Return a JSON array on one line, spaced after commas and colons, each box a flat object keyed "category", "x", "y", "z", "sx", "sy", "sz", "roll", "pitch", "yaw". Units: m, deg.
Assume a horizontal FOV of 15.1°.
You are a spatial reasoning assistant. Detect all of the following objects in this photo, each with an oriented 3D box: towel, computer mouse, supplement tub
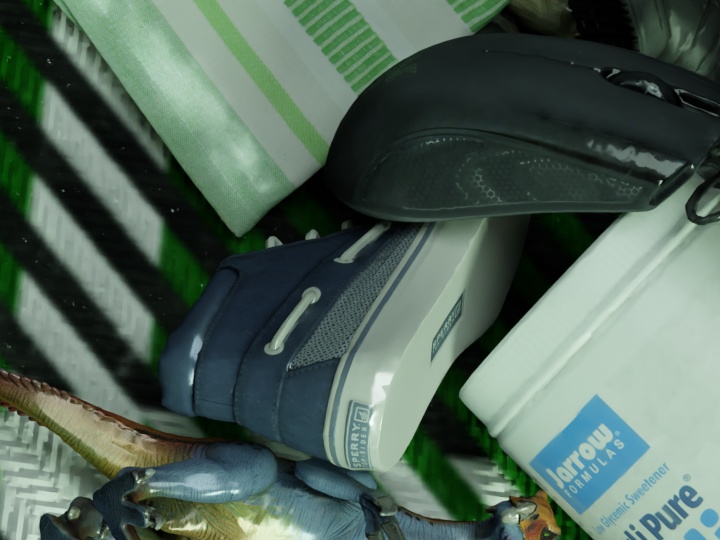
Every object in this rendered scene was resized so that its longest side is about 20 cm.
[{"category": "towel", "x": -0.020, "y": -0.136, "z": 1.073, "sx": 0.200, "sy": 0.023, "sz": 0.153, "roll": -40, "pitch": 81, "yaw": 8}, {"category": "computer mouse", "x": 0.079, "y": -0.062, "z": 1.012, "sx": 0.199, "sy": 0.053, "sz": 0.139, "roll": -3, "pitch": 27, "yaw": 16}, {"category": "supplement tub", "x": 0.150, "y": 0.072, "z": 1.034, "sx": 0.200, "sy": 0.132, "sz": 0.132, "roll": 43, "pitch": 62, "yaw": 5}]

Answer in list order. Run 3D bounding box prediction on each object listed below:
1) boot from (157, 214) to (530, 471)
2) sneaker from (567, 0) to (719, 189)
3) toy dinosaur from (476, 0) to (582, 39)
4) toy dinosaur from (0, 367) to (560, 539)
[{"category": "boot", "x": 0.000, "y": 0.000, "z": 1.040, "sx": 0.090, "sy": 0.073, "sz": 0.200, "roll": 14, "pitch": 31, "yaw": 16}, {"category": "sneaker", "x": 0.156, "y": -0.075, "z": 1.108, "sx": 0.104, "sy": 0.060, "sz": 0.201, "roll": -24, "pitch": 106, "yaw": -15}, {"category": "toy dinosaur", "x": 0.047, "y": -0.119, "z": 1.136, "sx": 0.199, "sy": 0.048, "sz": 0.088, "roll": 33, "pitch": 47, "yaw": -1}, {"category": "toy dinosaur", "x": -0.022, "y": 0.080, "z": 1.006, "sx": 0.181, "sy": 0.105, "sz": 0.201, "roll": -8, "pitch": 58, "yaw": -40}]
